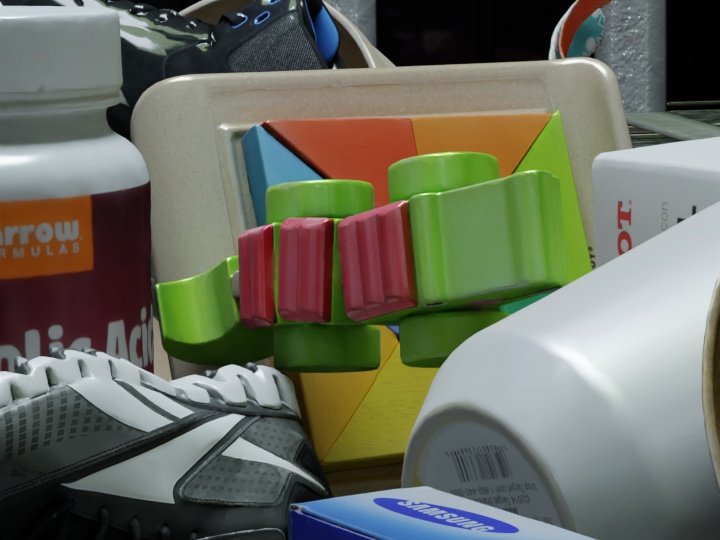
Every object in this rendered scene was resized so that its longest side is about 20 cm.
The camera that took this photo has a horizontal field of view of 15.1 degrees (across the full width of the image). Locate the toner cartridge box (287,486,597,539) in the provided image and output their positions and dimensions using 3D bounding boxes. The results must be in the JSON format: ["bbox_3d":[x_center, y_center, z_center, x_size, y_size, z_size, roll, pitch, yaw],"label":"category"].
[{"bbox_3d":[0.052,0.111,0.582,0.043,0.096,0.200,-4,9,-31],"label":"toner cartridge box"}]

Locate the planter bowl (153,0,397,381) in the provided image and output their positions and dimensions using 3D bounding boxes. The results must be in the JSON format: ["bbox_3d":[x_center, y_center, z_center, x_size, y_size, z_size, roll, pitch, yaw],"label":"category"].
[{"bbox_3d":[-0.029,-0.005,1.191,0.199,0.202,0.134,6,-16,41],"label":"planter bowl"}]

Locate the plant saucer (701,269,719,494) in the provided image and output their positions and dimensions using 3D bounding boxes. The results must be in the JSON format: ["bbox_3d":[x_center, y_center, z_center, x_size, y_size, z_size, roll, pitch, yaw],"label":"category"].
[{"bbox_3d":[0.180,0.054,0.760,0.199,0.202,0.035,-4,-23,-21],"label":"plant saucer"}]

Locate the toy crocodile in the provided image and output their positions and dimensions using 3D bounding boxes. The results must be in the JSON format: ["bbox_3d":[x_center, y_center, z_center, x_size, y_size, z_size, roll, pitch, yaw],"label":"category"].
[{"bbox_3d":[0.000,0.000,0.910,0.061,0.068,0.199,1,-6,-34],"label":"toy crocodile"}]

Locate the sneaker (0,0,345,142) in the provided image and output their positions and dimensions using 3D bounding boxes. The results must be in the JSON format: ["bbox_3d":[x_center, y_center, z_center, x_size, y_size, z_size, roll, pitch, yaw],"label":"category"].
[{"bbox_3d":[-0.074,-0.094,1.110,0.200,0.112,0.073,48,7,18],"label":"sneaker"}]

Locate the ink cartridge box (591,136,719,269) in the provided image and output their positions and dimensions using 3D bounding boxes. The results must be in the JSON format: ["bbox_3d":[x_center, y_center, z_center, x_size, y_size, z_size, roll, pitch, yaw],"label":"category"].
[{"bbox_3d":[0.170,0.034,0.942,0.084,0.147,0.200,-8,10,-31],"label":"ink cartridge box"}]

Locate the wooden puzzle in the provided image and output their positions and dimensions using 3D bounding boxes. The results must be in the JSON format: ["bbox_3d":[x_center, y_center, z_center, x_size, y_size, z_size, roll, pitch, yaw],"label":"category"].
[{"bbox_3d":[0.024,0.009,1.026,0.198,0.186,0.037,-6,-14,-21],"label":"wooden puzzle"}]

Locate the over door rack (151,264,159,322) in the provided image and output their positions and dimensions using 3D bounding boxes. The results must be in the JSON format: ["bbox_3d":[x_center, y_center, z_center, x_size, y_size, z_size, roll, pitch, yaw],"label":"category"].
[{"bbox_3d":[-0.148,0.017,1.115,0.147,0.067,0.200,-35,29,2],"label":"over door rack"}]

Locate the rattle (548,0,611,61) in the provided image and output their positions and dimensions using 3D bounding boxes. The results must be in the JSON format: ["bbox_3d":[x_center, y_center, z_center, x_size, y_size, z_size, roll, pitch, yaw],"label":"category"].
[{"bbox_3d":[0.061,-0.048,1.357,0.142,0.202,0.130,1,8,12],"label":"rattle"}]

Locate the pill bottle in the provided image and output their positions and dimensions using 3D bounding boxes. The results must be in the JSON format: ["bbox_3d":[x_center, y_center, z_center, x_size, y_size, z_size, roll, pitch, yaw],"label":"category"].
[{"bbox_3d":[-0.129,0.010,0.953,0.113,0.202,0.114,-1,8,0],"label":"pill bottle"}]

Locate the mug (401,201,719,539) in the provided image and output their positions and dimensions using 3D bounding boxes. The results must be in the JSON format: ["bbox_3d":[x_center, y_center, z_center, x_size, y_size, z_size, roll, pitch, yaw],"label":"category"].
[{"bbox_3d":[0.092,0.074,0.834,0.152,0.187,0.149,-17,48,-35],"label":"mug"}]

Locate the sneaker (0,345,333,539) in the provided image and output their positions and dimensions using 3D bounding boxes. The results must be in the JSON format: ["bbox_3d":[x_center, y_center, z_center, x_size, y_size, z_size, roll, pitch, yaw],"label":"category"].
[{"bbox_3d":[-0.069,0.076,0.863,0.066,0.091,0.199,-45,-25,25],"label":"sneaker"}]
